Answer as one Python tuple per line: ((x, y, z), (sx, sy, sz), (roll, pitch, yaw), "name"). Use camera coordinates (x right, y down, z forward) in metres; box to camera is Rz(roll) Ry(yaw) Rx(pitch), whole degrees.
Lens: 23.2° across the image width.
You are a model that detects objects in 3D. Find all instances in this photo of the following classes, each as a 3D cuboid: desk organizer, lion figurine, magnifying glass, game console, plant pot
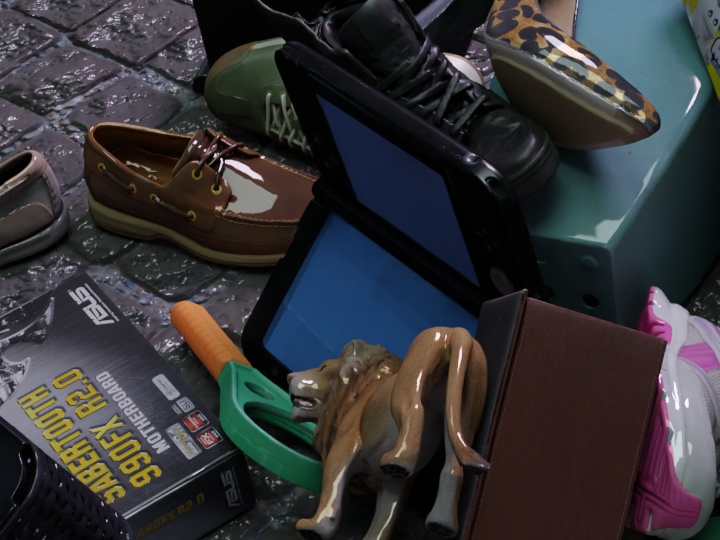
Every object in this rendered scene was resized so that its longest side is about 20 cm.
((0.079, 0.119, 0.836), (0.076, 0.072, 0.202), (16, 81, -9), "desk organizer")
((0.023, 0.071, 0.849), (0.072, 0.200, 0.124), (30, 60, -18), "lion figurine")
((-0.063, 0.069, 1.005), (0.079, 0.023, 0.200), (21, 12, -35), "magnifying glass")
((0.000, 0.000, 0.963), (0.116, 0.177, 0.200), (-39, 46, -16), "game console")
((0.143, -0.056, 1.041), (0.140, 0.142, 0.201), (11, 47, 24), "plant pot")

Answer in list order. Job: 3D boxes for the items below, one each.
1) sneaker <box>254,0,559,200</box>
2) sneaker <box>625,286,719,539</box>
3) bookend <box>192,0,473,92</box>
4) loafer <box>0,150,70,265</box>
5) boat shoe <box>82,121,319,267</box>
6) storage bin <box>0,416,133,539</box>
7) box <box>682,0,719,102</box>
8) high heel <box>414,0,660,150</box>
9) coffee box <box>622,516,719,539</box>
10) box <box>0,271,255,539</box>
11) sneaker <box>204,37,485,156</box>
((0.023, -0.107, 0.977), (0.060, 0.105, 0.199), (-43, 36, -13), "sneaker")
((0.178, 0.074, 0.895), (0.087, 0.082, 0.200), (18, 27, 4), "sneaker")
((-0.034, -0.227, 1.232), (0.198, 0.200, 0.093), (4, 43, 18), "bookend")
((-0.292, -0.024, 1.159), (0.198, 0.063, 0.072), (-23, 42, -14), "loafer")
((-0.099, -0.054, 1.147), (0.198, 0.068, 0.072), (12, 44, 25), "boat shoe")
((-0.226, 0.160, 0.853), (0.135, 0.094, 0.201), (29, 77, 38), "storage bin")
((0.255, -0.114, 0.983), (0.116, 0.048, 0.202), (-5, 65, -21), "box")
((0.126, -0.145, 0.988), (0.142, 0.072, 0.199), (-42, 44, -17), "high heel")
((0.225, 0.167, 0.830), (0.197, 0.044, 0.124), (-7, 40, 5), "coffee box")
((-0.176, 0.100, 0.999), (0.157, 0.049, 0.200), (-28, 43, -20), "box")
((-0.018, -0.109, 1.191), (0.198, 0.068, 0.090), (3, 36, 11), "sneaker")
